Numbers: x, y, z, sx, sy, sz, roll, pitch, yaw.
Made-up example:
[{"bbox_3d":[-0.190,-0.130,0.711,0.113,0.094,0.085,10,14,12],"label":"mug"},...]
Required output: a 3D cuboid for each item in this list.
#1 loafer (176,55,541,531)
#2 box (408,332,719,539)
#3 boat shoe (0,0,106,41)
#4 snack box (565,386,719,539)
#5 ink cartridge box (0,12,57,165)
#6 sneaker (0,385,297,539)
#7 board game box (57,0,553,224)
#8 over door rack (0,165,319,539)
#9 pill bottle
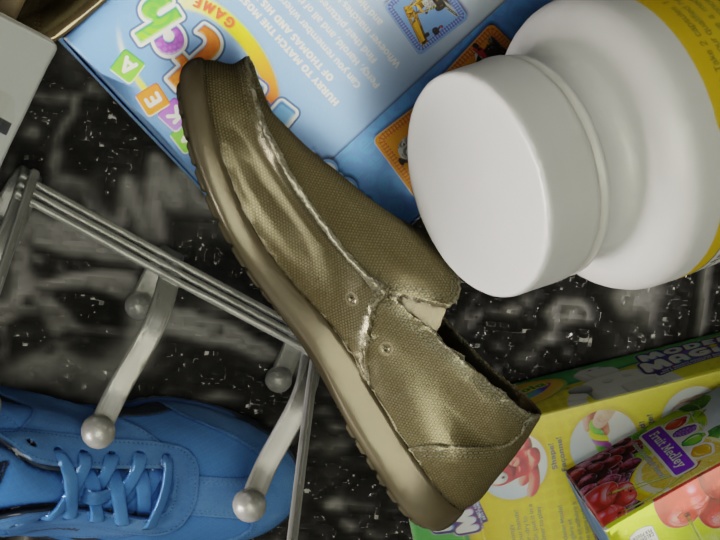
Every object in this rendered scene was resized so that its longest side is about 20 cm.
[{"bbox_3d":[0.000,0.000,0.820,0.067,0.076,0.201,-31,105,4],"label":"loafer"},{"bbox_3d":[0.117,0.097,0.923,0.199,0.048,0.118,-13,107,-8],"label":"box"},{"bbox_3d":[-0.061,-0.152,0.789,0.199,0.065,0.072,-34,151,16],"label":"boat shoe"},{"bbox_3d":[0.208,0.112,0.885,0.199,0.068,0.169,-27,108,-1],"label":"snack box"},{"bbox_3d":[-0.172,0.009,0.782,0.039,0.099,0.201,26,69,-15],"label":"ink cartridge box"},{"bbox_3d":[-0.117,0.083,0.865,0.199,0.078,0.066,11,101,-13],"label":"sneaker"},{"bbox_3d":[0.005,-0.105,0.856,0.200,0.037,0.151,-42,107,2],"label":"board game box"},{"bbox_3d":[-0.085,0.054,0.803,0.147,0.200,0.067,28,114,-16],"label":"over door rack"},{"bbox_3d":[0.120,-0.057,0.813,0.199,0.111,0.112,-19,109,-31],"label":"pill bottle"}]
